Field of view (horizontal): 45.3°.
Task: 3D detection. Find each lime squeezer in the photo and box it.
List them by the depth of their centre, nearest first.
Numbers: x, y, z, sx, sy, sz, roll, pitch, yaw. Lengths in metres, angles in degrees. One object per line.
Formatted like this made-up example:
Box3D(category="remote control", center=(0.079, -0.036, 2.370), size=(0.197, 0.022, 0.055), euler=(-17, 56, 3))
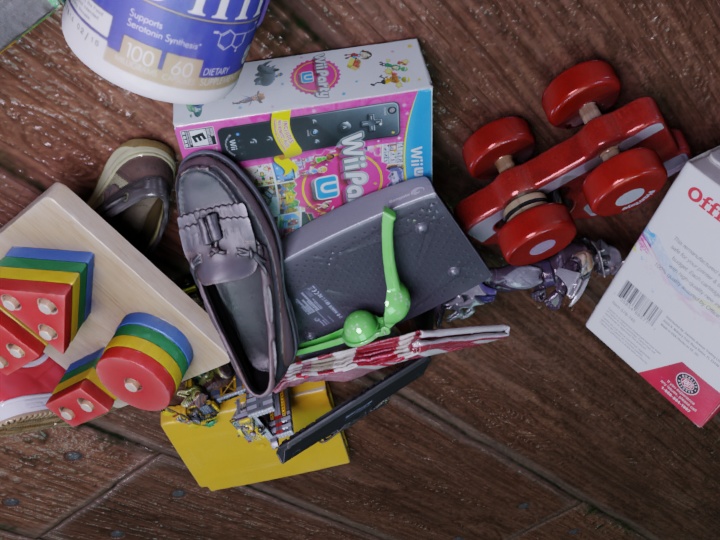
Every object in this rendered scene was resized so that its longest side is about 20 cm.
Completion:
Box3D(category="lime squeezer", center=(-0.002, 0.034, 0.718), size=(0.069, 0.038, 0.201), euler=(17, 134, -26))

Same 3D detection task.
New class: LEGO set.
Box3D(category="LEGO set", center=(-0.150, 0.116, 0.874), size=(0.150, 0.118, 0.202), euler=(-14, 139, 2))

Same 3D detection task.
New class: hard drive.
Box3D(category="hard drive", center=(0.000, 0.000, 0.742), size=(0.197, 0.043, 0.135), euler=(-25, 136, 19))

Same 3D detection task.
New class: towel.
Box3D(category="towel", center=(0.024, 0.082, 0.806), size=(0.198, 0.023, 0.142), euler=(-19, 168, 41))

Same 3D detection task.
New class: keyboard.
Box3D(category="keyboard", center=(-0.009, 0.156, 0.972), size=(0.197, 0.021, 0.128), euler=(-29, 163, -17))

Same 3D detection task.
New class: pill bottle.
Box3D(category="pill bottle", center=(-0.099, -0.215, 0.510), size=(0.117, 0.121, 0.202), euler=(10, 126, -24))

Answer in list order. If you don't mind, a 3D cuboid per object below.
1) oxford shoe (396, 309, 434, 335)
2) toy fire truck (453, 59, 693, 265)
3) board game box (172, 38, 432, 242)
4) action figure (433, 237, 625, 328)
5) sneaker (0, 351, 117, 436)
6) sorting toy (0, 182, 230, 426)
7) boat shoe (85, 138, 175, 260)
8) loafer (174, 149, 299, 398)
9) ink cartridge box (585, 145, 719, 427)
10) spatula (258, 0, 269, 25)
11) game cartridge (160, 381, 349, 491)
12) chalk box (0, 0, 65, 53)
Box3D(category="oxford shoe", center=(0.026, 0.011, 0.852), size=(0.070, 0.072, 0.202), euler=(-4, 138, 23))
Box3D(category="toy fire truck", center=(0.188, -0.076, 0.762), size=(0.198, 0.114, 0.167), euler=(-31, 154, 22))
Box3D(category="board game box", center=(-0.041, -0.097, 0.706), size=(0.195, 0.065, 0.149), euler=(-10, 140, -3))
Box3D(category="action figure", center=(0.165, 0.007, 0.840), size=(0.195, 0.071, 0.130), euler=(-9, 176, 3))
Box3D(category="sneaker", center=(-0.307, 0.097, 0.868), size=(0.070, 0.114, 0.199), euler=(-28, 167, 15))
Box3D(category="sorting toy", center=(-0.241, 0.052, 0.733), size=(0.197, 0.070, 0.200), euler=(-24, 121, 40))
Box3D(category="boat shoe", center=(-0.215, -0.024, 0.743), size=(0.072, 0.066, 0.201), euler=(12, 134, -26))
Box3D(category="loafer", center=(-0.094, 0.008, 0.673), size=(0.070, 0.063, 0.204), euler=(-9, 119, 13))
Box3D(category="ink cartridge box", center=(0.336, 0.005, 0.791), size=(0.143, 0.145, 0.202), euler=(-23, 147, -39))
Box3D(category="spatula", center=(-0.058, -0.245, 0.567), size=(0.055, 0.021, 0.201), euler=(16, 131, -23))
Box3D(category="game cartridge", center=(-0.121, 0.200, 1.047), size=(0.195, 0.033, 0.178), euler=(-11, 139, 2))
Box3D(category="chalk box", center=(-0.247, -0.199, 0.497), size=(0.197, 0.126, 0.125), euler=(-29, 136, 17))
